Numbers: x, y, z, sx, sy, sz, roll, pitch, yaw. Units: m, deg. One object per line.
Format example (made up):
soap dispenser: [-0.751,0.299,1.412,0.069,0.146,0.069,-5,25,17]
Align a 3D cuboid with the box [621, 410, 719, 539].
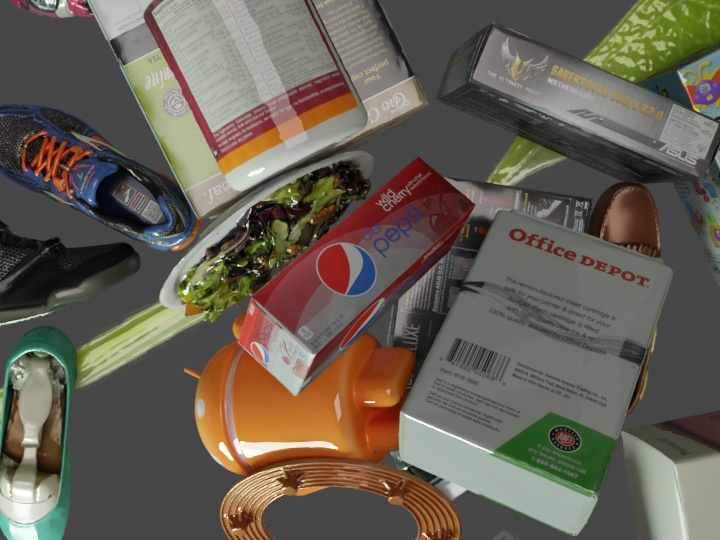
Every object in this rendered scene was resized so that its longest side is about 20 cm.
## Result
box: [0.346,0.183,0.855,0.198,0.128,0.110,-10,94,-5]

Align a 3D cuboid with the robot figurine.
robot figurine: [-0.049,0.110,0.804,0.198,0.144,0.118,-6,62,22]

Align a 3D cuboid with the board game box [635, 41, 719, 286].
board game box: [0.334,-0.095,0.850,0.102,0.105,0.201,-26,96,-4]

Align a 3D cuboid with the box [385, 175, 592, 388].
box: [0.108,0.025,0.863,0.156,0.050,0.202,7,92,-5]

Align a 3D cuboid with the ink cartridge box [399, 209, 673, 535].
ink cartridge box: [0.133,0.069,0.740,0.146,0.083,0.201,21,59,15]

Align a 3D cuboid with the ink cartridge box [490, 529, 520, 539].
ink cartridge box: [0.145,0.356,0.867,0.144,0.084,0.200,-40,95,-3]

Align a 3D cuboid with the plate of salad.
plate of salad: [-0.065,-0.022,0.770,0.199,0.200,0.048,-35,80,-3]

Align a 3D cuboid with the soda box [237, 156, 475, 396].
soda box: [0.000,0.000,0.747,0.063,0.070,0.200,40,55,11]

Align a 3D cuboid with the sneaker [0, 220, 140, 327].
sneaker: [-0.286,-0.015,0.811,0.198,0.076,0.115,-12,100,1]

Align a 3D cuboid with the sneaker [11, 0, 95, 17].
sneaker: [-0.250,-0.308,0.798,0.074,0.081,0.202,1,89,7]

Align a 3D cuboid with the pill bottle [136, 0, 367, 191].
pill bottle: [-0.084,-0.165,0.671,0.109,0.110,0.201,-27,95,-3]

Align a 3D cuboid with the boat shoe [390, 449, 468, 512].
boat shoe: [0.112,0.112,0.806,0.200,0.072,0.071,-38,92,-4]

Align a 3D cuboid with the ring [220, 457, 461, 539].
ring: [-0.017,0.214,0.810,0.199,0.019,0.201,3,137,3]

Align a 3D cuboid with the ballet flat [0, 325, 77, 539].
ballet flat: [-0.276,0.148,0.823,0.067,0.070,0.202,5,93,-6]

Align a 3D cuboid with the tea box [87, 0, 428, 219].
tea box: [-0.081,-0.170,0.793,0.199,0.134,0.198,-26,94,-3]

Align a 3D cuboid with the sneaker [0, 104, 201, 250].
sneaker: [-0.223,-0.081,0.812,0.199,0.078,0.076,24,90,-6]

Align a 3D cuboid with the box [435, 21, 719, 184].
box: [0.170,-0.130,0.806,0.199,0.158,0.049,22,93,-6]

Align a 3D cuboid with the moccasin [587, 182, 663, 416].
moccasin: [0.227,0.025,0.860,0.073,0.078,0.203,10,92,-6]
